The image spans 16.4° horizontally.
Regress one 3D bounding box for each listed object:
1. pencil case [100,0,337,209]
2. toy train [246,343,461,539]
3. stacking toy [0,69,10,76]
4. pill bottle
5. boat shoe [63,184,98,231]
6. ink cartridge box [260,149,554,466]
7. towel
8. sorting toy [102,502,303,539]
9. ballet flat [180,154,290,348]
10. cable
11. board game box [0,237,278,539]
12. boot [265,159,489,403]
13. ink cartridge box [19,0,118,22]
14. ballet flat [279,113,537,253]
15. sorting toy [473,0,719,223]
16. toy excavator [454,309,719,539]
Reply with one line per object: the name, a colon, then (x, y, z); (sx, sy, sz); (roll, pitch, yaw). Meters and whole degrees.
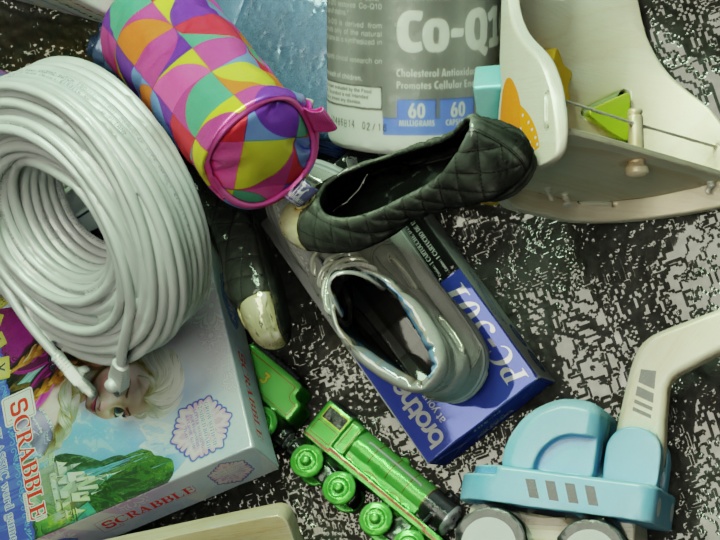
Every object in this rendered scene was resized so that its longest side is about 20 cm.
pencil case: (-0.093, -0.114, 1.573); (0.088, 0.088, 0.200); (-49, 42, 6)
toy train: (-0.015, 0.121, 1.643); (0.200, 0.042, 0.056); (38, 85, 19)
stacking toy: (-0.281, -0.109, 1.671); (0.085, 0.200, 0.086); (-3, 82, 17)
pill bottle: (0.035, -0.180, 1.588); (0.113, 0.114, 0.201); (3, 103, 18)
boat shoe: (-0.236, -0.042, 1.706); (0.200, 0.065, 0.074); (-34, 39, 1)
ink cartridge box: (0.029, 0.020, 1.639); (0.094, 0.044, 0.200); (-38, 74, 11)
towel: (-0.081, -0.157, 1.696); (0.200, 0.049, 0.112); (20, 88, 20)
sorting toy: (-0.115, 0.268, 1.592); (0.199, 0.070, 0.199); (-13, 106, 15)
ballet flat: (-0.094, -0.024, 1.623); (0.057, 0.067, 0.200); (-24, 55, -6)
cable: (-0.177, -0.037, 1.583); (0.200, 0.069, 0.200); (48, 141, 10)
board game box: (-0.168, 0.077, 1.662); (0.199, 0.041, 0.200); (-24, 57, 13)
boot: (0.000, 0.000, 1.576); (0.074, 0.096, 0.200); (-47, 72, 10)
ink cartridge box: (-0.204, -0.245, 1.666); (0.200, 0.128, 0.126); (19, 87, 44)
ballet flat: (0.021, -0.057, 1.503); (0.200, 0.057, 0.067); (-18, 42, 42)
sorting toy: (0.134, -0.130, 1.573); (0.107, 0.200, 0.181); (-16, 73, 37)
toy excavator: (0.162, 0.105, 1.557); (0.194, 0.100, 0.201); (5, 83, 18)
